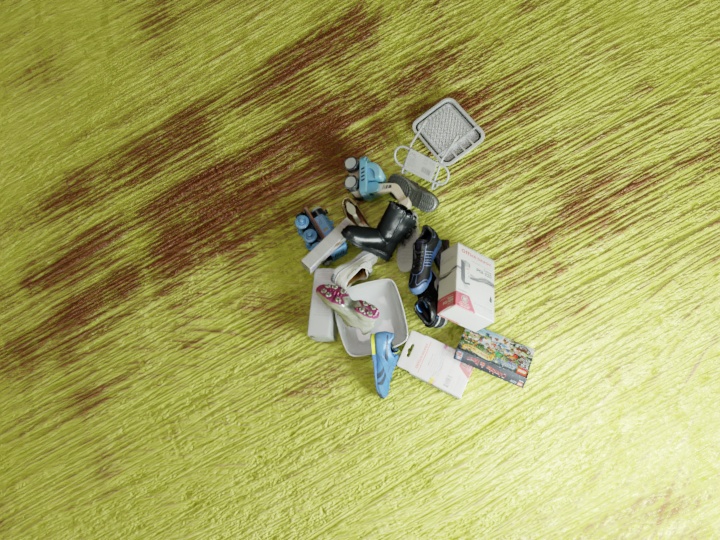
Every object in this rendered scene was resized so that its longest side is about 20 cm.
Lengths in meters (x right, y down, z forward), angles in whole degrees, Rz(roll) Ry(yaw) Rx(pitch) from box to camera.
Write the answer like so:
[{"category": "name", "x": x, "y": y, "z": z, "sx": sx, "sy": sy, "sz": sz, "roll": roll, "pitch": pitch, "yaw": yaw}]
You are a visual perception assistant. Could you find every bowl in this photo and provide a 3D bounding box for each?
[{"category": "bowl", "x": 0.032, "y": 0.138, "z": 1.620, "sx": 0.196, "sy": 0.075, "sz": 0.204, "roll": -15, "pitch": 83, "yaw": 5}]

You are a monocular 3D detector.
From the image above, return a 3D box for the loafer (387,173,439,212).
[{"category": "loafer", "x": 0.165, "y": -0.235, "z": 1.732, "sx": 0.199, "sy": 0.069, "sz": 0.076, "roll": 37, "pitch": 110, "yaw": 29}]

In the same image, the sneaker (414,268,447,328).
[{"category": "sneaker", "x": 0.186, "y": 0.065, "z": 1.599, "sx": 0.072, "sy": 0.111, "sz": 0.203, "roll": -28, "pitch": 70, "yaw": 26}]

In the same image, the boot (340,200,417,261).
[{"category": "boot", "x": 0.060, "y": -0.129, "z": 1.628, "sx": 0.164, "sy": 0.196, "sz": 0.074, "roll": -55, "pitch": 28, "yaw": 20}]

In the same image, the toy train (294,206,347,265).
[{"category": "toy train", "x": -0.124, "y": -0.111, "z": 1.733, "sx": 0.113, "sy": 0.087, "sz": 0.202, "roll": -28, "pitch": 70, "yaw": -9}]

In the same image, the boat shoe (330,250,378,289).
[{"category": "boat shoe", "x": 0.000, "y": 0.000, "z": 1.639, "sx": 0.069, "sy": 0.072, "sz": 0.199, "roll": 34, "pitch": 38, "yaw": 24}]

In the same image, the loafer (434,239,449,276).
[{"category": "loafer", "x": 0.260, "y": -0.002, "z": 1.639, "sx": 0.062, "sy": 0.072, "sz": 0.203, "roll": -16, "pitch": 68, "yaw": 0}]

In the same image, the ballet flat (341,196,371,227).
[{"category": "ballet flat", "x": -0.007, "y": -0.142, "z": 1.729, "sx": 0.068, "sy": 0.063, "sz": 0.202, "roll": -31, "pitch": 71, "yaw": 0}]

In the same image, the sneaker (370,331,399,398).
[{"category": "sneaker", "x": 0.074, "y": 0.265, "z": 1.551, "sx": 0.077, "sy": 0.066, "sz": 0.204, "roll": -4, "pitch": 108, "yaw": 4}]

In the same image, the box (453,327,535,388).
[{"category": "box", "x": 0.366, "y": 0.227, "z": 1.522, "sx": 0.197, "sy": 0.038, "sz": 0.137, "roll": 22, "pitch": 34, "yaw": 15}]

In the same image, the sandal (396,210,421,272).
[{"category": "sandal", "x": 0.158, "y": -0.086, "z": 1.688, "sx": 0.082, "sy": 0.049, "sz": 0.206, "roll": -14, "pitch": 59, "yaw": 40}]

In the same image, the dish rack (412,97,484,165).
[{"category": "dish rack", "x": 0.279, "y": -0.435, "z": 1.777, "sx": 0.171, "sy": 0.044, "sz": 0.201, "roll": -36, "pitch": 71, "yaw": -1}]

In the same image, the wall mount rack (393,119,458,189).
[{"category": "wall mount rack", "x": 0.207, "y": -0.354, "z": 1.711, "sx": 0.198, "sy": 0.074, "sz": 0.176, "roll": 31, "pitch": 121, "yaw": 20}]

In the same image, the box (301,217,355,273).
[{"category": "box", "x": -0.094, "y": -0.075, "z": 1.652, "sx": 0.041, "sy": 0.039, "sz": 0.200, "roll": 38, "pitch": 69, "yaw": 14}]

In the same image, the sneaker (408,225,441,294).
[{"category": "sneaker", "x": 0.171, "y": -0.034, "z": 1.588, "sx": 0.069, "sy": 0.078, "sz": 0.203, "roll": -2, "pitch": 55, "yaw": 38}]

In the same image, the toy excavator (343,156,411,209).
[{"category": "toy excavator", "x": 0.055, "y": -0.262, "z": 1.717, "sx": 0.196, "sy": 0.100, "sz": 0.198, "roll": -7, "pitch": 72, "yaw": 19}]

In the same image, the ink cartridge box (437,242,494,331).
[{"category": "ink cartridge box", "x": 0.296, "y": 0.045, "z": 1.552, "sx": 0.144, "sy": 0.085, "sz": 0.203, "roll": 24, "pitch": 54, "yaw": -24}]

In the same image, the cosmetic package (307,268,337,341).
[{"category": "cosmetic package", "x": -0.103, "y": 0.104, "z": 1.653, "sx": 0.072, "sy": 0.102, "sz": 0.204, "roll": 0, "pitch": 75, "yaw": 12}]

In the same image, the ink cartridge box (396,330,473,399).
[{"category": "ink cartridge box", "x": 0.212, "y": 0.264, "z": 1.567, "sx": 0.197, "sy": 0.068, "sz": 0.118, "roll": 25, "pitch": 79, "yaw": 14}]

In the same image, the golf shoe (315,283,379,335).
[{"category": "golf shoe", "x": -0.044, "y": 0.110, "z": 1.558, "sx": 0.198, "sy": 0.093, "sz": 0.075, "roll": 28, "pitch": 37, "yaw": 18}]
